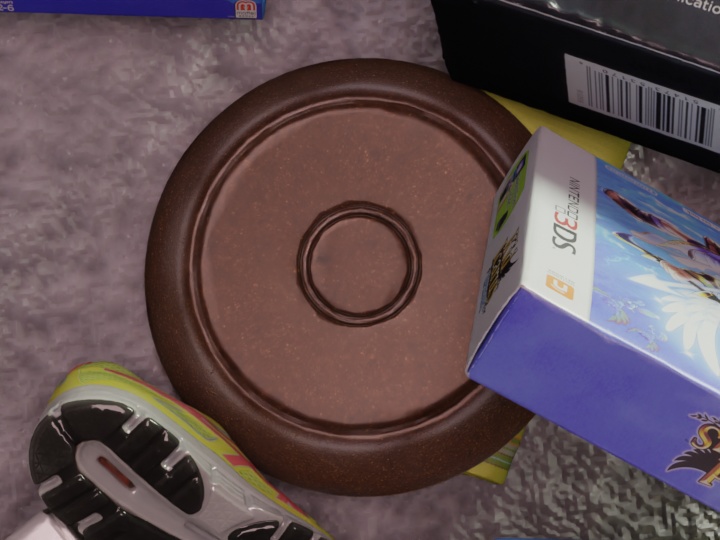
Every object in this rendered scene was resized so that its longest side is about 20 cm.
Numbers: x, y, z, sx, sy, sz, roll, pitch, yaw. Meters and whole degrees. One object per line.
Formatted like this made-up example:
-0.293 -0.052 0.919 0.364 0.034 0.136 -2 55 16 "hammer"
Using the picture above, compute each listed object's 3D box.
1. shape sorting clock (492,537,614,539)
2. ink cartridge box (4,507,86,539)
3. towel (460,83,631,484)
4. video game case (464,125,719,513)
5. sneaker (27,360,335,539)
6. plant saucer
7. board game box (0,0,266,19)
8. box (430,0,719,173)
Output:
0.137 0.136 0.837 0.199 0.200 0.039 4 79 -4 "shape sorting clock"
-0.162 0.217 0.865 0.200 0.084 0.145 -39 90 -6 "ink cartridge box"
0.061 -0.008 0.934 0.086 0.018 0.200 22 84 -6 "towel"
0.143 0.033 0.802 0.200 0.181 0.046 28 114 -5 "video game case"
-0.062 0.108 0.887 0.078 0.090 0.200 -38 113 6 "sneaker"
0.000 0.000 0.904 0.200 0.034 0.201 -1 83 4 "plant saucer"
-0.116 -0.194 0.842 0.152 0.200 0.045 1 48 1 "board game box"
0.158 -0.156 0.867 0.196 0.117 0.200 21 77 13 "box"
